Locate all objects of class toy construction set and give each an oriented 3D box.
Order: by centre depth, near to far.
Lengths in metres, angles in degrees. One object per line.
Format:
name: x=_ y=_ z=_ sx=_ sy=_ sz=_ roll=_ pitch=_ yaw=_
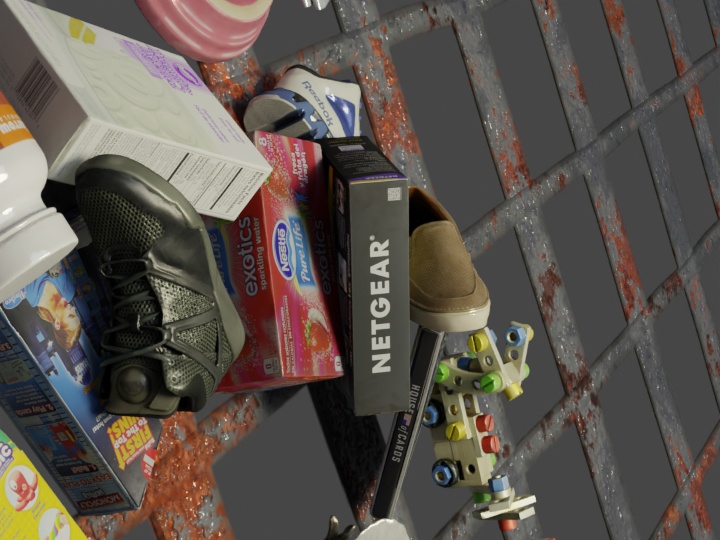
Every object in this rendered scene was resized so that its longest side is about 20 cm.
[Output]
toy construction set: x=0.123 y=0.159 z=1.391 sx=0.092 sy=0.130 sz=0.203 roll=11 pitch=71 yaw=-54

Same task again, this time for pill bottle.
pill bottle: x=-0.262 y=-0.076 z=0.846 sx=0.201 sy=0.112 sz=0.112 roll=55 pitch=36 yaw=-3

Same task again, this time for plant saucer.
plant saucer: x=-0.135 y=-0.285 z=1.215 sx=0.200 sy=0.050 sz=0.204 roll=24 pitch=61 yaw=-51

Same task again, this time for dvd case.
dvd case: x=0.053 y=0.105 z=1.271 sx=0.151 sy=0.024 sz=0.202 roll=-63 pitch=169 yaw=-62

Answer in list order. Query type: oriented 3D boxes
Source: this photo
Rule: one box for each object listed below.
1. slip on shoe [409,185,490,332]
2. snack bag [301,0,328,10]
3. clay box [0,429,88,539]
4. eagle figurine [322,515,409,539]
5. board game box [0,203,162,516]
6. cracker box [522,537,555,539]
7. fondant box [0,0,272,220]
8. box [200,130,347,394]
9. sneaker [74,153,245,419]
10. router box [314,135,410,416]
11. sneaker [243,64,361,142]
slip on shoe: x=0.064 y=-0.012 z=1.210 sx=0.201 sy=0.075 sz=0.061 roll=-105 pitch=-167 yaw=-64
snack bag: x=-0.065 y=-0.354 z=1.335 sx=0.200 sy=0.021 sz=0.190 roll=-69 pitch=137 yaw=-67
clay box: x=-0.225 y=0.211 z=0.912 sx=0.201 sy=0.047 sz=0.115 roll=60 pitch=37 yaw=-24
eagle figurine: x=-0.008 y=0.313 z=1.128 sx=0.152 sy=0.150 sz=0.202 roll=81 pitch=-10 yaw=-60
board game box: x=-0.190 y=0.061 z=1.005 sx=0.200 sy=0.061 sz=0.202 roll=-41 pitch=115 yaw=-54
cracker box: x=0.082 y=0.311 z=1.213 sx=0.057 sy=0.198 sz=0.136 roll=-1 pitch=80 yaw=-55
fondant box: x=-0.175 y=-0.117 z=1.023 sx=0.145 sy=0.058 sz=0.199 roll=51 pitch=20 yaw=28
box: x=-0.085 y=-0.004 z=1.152 sx=0.095 sy=0.099 sz=0.203 roll=5 pitch=76 yaw=-55
sneaker: x=-0.145 y=0.023 z=0.944 sx=0.115 sy=0.075 sz=0.201 roll=-69 pitch=149 yaw=-45
router box: x=0.000 y=0.000 z=1.195 sx=0.157 sy=0.051 sz=0.203 roll=-124 pitch=-149 yaw=-68
sneaker: x=-0.021 y=-0.116 z=1.308 sx=0.200 sy=0.080 sz=0.116 roll=55 pitch=41 yaw=-28
